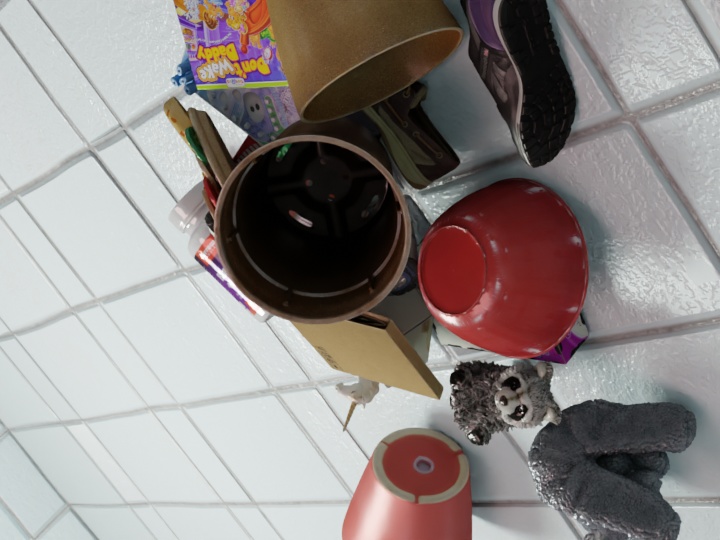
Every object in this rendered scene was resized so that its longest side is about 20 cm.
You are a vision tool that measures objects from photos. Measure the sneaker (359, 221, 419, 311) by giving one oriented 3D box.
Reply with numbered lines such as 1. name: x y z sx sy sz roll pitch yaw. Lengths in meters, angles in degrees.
1. sneaker: 0.000 0.000 1.499 0.074 0.087 0.200 31 141 -34

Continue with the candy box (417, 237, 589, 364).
1. candy box: 0.160 0.031 1.520 0.200 0.061 0.137 6 131 45

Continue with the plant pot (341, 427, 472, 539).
1. plant pot: 0.078 0.339 1.864 0.200 0.200 0.178 30 135 24

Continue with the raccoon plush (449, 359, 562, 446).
1. raccoon plush: 0.193 0.131 1.528 0.134 0.200 0.097 -15 105 29

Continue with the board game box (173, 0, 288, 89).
1. board game box: -0.117 -0.279 1.454 0.199 0.045 0.135 3 118 36

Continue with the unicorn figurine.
1. unicorn figurine: -0.017 0.120 1.757 0.137 0.200 0.074 40 114 10

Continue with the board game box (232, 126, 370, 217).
1. board game box: -0.084 -0.092 1.680 0.200 0.046 0.152 46 148 1

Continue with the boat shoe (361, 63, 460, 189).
1. boat shoe: 0.044 -0.189 1.416 0.072 0.072 0.200 -26 100 26

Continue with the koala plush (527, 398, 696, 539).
1. koala plush: 0.296 0.258 1.512 0.183 0.178 0.200 8 153 19

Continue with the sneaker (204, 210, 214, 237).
1. sneaker: -0.127 -0.027 1.694 0.200 0.074 0.079 32 151 22

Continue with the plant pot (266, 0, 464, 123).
1. plant pot: -0.022 -0.280 1.293 0.201 0.186 0.186 63 149 7

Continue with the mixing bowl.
1. mixing bowl: 0.134 0.000 1.379 0.200 0.108 0.201 3 94 47

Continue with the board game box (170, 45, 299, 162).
1. board game box: -0.131 -0.248 1.537 0.200 0.026 0.200 38 134 13

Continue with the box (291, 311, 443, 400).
1. box: -0.001 0.089 1.526 0.163 0.021 0.200 14 158 30

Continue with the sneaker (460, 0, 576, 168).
1. sneaker: 0.154 -0.201 1.273 0.087 0.076 0.201 30 144 50

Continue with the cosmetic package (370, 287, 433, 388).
1. cosmetic package: 0.035 0.067 1.629 0.105 0.071 0.200 54 168 16

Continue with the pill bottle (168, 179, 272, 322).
1. pill bottle: -0.170 -0.032 1.788 0.200 0.111 0.111 44 149 3

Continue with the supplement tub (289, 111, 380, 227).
1. supplement tub: -0.040 -0.100 1.527 0.107 0.107 0.200 36 124 16

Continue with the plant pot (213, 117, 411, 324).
1. plant pot: -0.041 -0.072 1.368 0.199 0.198 0.201 1 110 4

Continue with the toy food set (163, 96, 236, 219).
1. toy food set: -0.177 -0.114 1.591 0.198 0.049 0.200 -117 1 -45
